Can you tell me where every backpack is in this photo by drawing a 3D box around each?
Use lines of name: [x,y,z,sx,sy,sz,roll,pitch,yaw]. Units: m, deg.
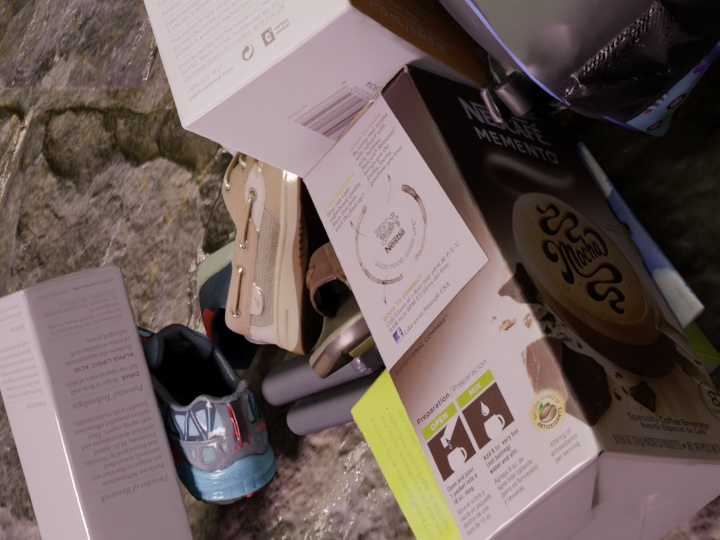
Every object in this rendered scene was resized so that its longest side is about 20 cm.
backpack: [0.100,-0.150,0.646,0.135,0.200,0.183,-42,69,20]

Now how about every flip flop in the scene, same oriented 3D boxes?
flip flop: [0.000,0.000,0.847,0.081,0.058,0.200,-36,14,19]

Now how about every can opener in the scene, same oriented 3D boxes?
can opener: [0.017,0.053,0.878,0.200,0.053,0.066,-27,16,47]

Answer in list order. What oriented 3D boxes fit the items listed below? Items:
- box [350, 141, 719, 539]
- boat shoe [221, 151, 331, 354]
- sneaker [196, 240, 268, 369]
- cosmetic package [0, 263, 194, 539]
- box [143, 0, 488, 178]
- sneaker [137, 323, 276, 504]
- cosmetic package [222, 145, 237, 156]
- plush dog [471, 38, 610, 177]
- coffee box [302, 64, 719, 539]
box: [0.087,0.051,0.734,0.200,0.048,0.122,-51,47,26]
boat shoe: [-0.051,-0.045,0.868,0.072,0.065,0.200,-51,-31,-56]
sneaker: [-0.043,0.001,0.977,0.200,0.075,0.085,-45,43,46]
cosmetic package: [-0.175,0.104,0.952,0.102,0.074,0.200,-13,93,60]
box: [-0.037,-0.156,0.700,0.097,0.124,0.200,-32,63,24]
sneaker: [-0.121,0.068,0.992,0.200,0.079,0.096,31,135,44]
cosmetic package: [-0.016,-0.147,0.968,0.083,0.051,0.200,-31,22,44]
plush dog: [0.052,-0.094,0.813,0.161,0.200,0.172,97,-173,-61]
coffee box: [0.069,0.018,0.642,0.080,0.113,0.200,-46,53,30]
